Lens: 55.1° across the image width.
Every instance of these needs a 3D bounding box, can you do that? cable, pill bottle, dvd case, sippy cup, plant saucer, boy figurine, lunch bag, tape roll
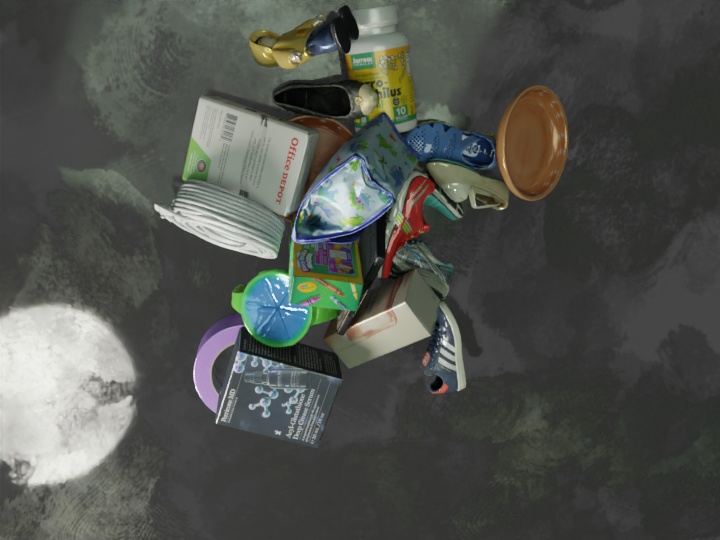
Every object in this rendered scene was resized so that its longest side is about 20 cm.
[{"bbox_3d":[-0.226,-0.084,1.187,0.197,0.200,0.070,14,78,27],"label":"cable"},{"bbox_3d":[0.033,-0.340,1.177,0.111,0.113,0.203,-9,109,-4],"label":"pill bottle"},{"bbox_3d":[0.000,0.000,1.230,0.017,0.144,0.201,17,130,-13],"label":"dvd case"},{"bbox_3d":[-0.136,0.058,1.264,0.178,0.130,0.140,43,104,2],"label":"sippy cup"},{"bbox_3d":[-0.088,-0.181,1.255,0.196,0.032,0.204,-2,107,-7],"label":"plant saucer"},{"bbox_3d":[-0.098,-0.381,1.140,0.197,0.125,0.065,2,140,34],"label":"boy figurine"},{"bbox_3d":[0.307,-0.229,1.248,0.198,0.037,0.204,-10,105,-40],"label":"plant saucer"},{"bbox_3d":[-0.017,-0.135,1.137,0.199,0.171,0.128,-30,108,34],"label":"lunch bag"},{"bbox_3d":[-0.221,0.188,1.340,0.196,0.066,0.204,-3,108,-8],"label":"tape roll"}]

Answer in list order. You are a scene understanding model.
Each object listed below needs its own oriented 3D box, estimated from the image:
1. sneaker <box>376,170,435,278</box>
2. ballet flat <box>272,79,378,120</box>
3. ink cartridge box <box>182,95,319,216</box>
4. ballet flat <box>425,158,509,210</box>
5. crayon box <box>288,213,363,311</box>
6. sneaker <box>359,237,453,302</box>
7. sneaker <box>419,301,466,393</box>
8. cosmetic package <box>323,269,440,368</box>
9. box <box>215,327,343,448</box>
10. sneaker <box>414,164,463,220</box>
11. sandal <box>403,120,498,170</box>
[{"bbox_3d":[0.079,-0.074,1.221,0.084,0.077,0.203,17,105,-9],"label":"sneaker"},{"bbox_3d":[-0.059,-0.283,1.161,0.197,0.057,0.068,7,113,30],"label":"ballet flat"},{"bbox_3d":[-0.186,-0.197,1.179,0.197,0.084,0.148,20,105,7],"label":"ink cartridge box"},{"bbox_3d":[0.198,-0.149,1.251,0.197,0.069,0.070,10,108,-35],"label":"ballet flat"},{"bbox_3d":[-0.064,-0.019,1.194,0.117,0.201,0.059,7,124,-10],"label":"crayon box"},{"bbox_3d":[0.089,-0.023,1.319,0.198,0.078,0.087,33,63,-2],"label":"sneaker"},{"bbox_3d":[0.155,0.160,1.376,0.083,0.075,0.203,-15,110,-7],"label":"sneaker"},{"bbox_3d":[0.039,0.091,1.281,0.198,0.104,0.088,-27,114,32],"label":"cosmetic package"},{"bbox_3d":[-0.149,0.214,1.268,0.197,0.107,0.151,16,106,-12],"label":"box"},{"bbox_3d":[0.103,-0.150,1.281,0.198,0.078,0.080,30,121,-11],"label":"sneaker"},{"bbox_3d":[0.174,-0.223,1.249,0.196,0.087,0.081,2,110,-7],"label":"sandal"}]
